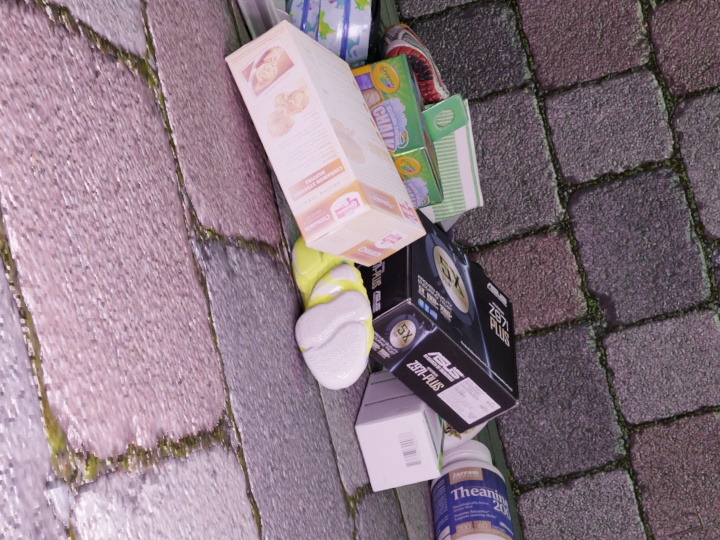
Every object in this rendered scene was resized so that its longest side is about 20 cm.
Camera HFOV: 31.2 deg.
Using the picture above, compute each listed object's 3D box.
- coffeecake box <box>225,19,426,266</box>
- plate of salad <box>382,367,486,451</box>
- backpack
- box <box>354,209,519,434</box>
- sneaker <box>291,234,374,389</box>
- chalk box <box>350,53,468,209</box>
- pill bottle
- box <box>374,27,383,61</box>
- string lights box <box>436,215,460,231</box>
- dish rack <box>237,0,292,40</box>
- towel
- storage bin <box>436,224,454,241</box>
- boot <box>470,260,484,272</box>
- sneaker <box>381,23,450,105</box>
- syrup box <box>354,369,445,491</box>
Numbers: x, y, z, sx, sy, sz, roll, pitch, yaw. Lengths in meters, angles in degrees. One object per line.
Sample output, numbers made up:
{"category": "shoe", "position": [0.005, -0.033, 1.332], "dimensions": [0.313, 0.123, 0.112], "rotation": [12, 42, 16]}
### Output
{"category": "coffeecake box", "position": [-0.030, -0.116, 1.226], "dimensions": [0.202, 0.073, 0.153], "rotation": [66, 17, 16]}
{"category": "plate of salad", "position": [0.115, 0.138, 1.653], "dimensions": [0.048, 0.199, 0.202], "rotation": [19, -49, 56]}
{"category": "backpack", "position": [-0.035, -0.305, 1.515], "dimensions": [0.164, 0.152, 0.201], "rotation": [109, -32, -46]}
{"category": "box", "position": [0.083, 0.053, 1.429], "dimensions": [0.200, 0.086, 0.165], "rotation": [43, 31, -29]}
{"category": "sneaker", "position": [-0.018, 0.053, 1.253], "dimensions": [0.106, 0.075, 0.201], "rotation": [69, 10, -45]}
{"category": "chalk box", "position": [0.019, -0.137, 1.381], "dimensions": [0.125, 0.198, 0.125], "rotation": [60, 18, -61]}
{"category": "pill bottle", "position": [0.157, 0.341, 1.825], "dimensions": [0.201, 0.110, 0.112], "rotation": [-94, 167, -50]}
{"category": "box", "position": [0.001, -0.221, 1.733], "dimensions": [0.148, 0.103, 0.203], "rotation": [34, 43, -76]}
{"category": "string lights box", "position": [0.062, -0.151, 1.845], "dimensions": [0.200, 0.059, 0.103], "rotation": [43, -3, 20]}
{"category": "dish rack", "position": [-0.112, -0.344, 1.394], "dimensions": [0.201, 0.043, 0.173], "rotation": [-95, 168, -49]}
{"category": "towel", "position": [0.063, -0.126, 1.617], "dimensions": [0.023, 0.198, 0.154], "rotation": [13, -63, 58]}
{"category": "storage bin", "position": [0.078, -0.076, 1.948], "dimensions": [0.135, 0.144, 0.202], "rotation": [82, -1, -61]}
{"category": "boot", "position": [0.053, -0.004, 1.712], "dimensions": [0.162, 0.197, 0.074], "rotation": [11, 87, -49]}
{"category": "sneaker", "position": [0.079, -0.243, 1.675], "dimensions": [0.201, 0.077, 0.083], "rotation": [61, 16, -55]}
{"category": "syrup box", "position": [0.050, 0.174, 1.484], "dimensions": [0.200, 0.080, 0.080], "rotation": [-63, 138, -76]}
